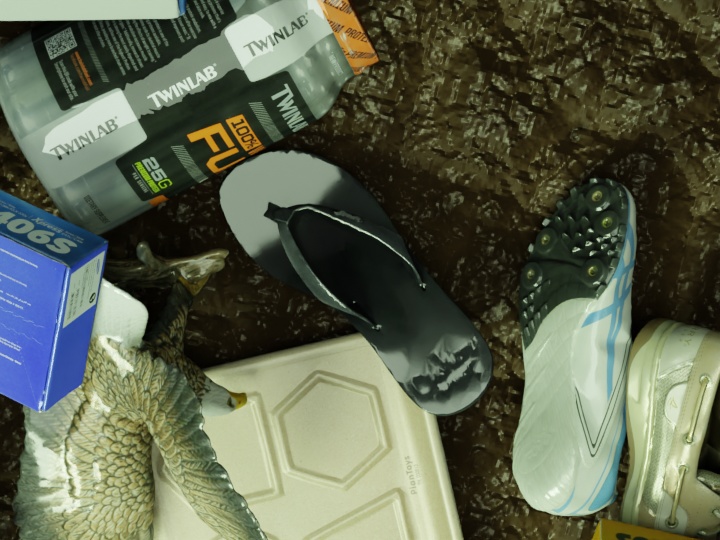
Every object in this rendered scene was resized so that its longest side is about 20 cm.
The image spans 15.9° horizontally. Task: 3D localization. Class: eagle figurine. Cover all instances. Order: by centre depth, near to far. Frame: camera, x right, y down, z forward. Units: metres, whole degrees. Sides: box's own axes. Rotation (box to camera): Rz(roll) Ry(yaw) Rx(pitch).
[{"bbox_3d":[-0.117,0.088,1.465,0.150,0.152,0.202,3,80,-14],"label":"eagle figurine"}]

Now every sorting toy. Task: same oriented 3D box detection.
[{"bbox_3d":[-0.043,0.139,1.556,0.198,0.036,0.187,-12,101,5],"label":"sorting toy"}]

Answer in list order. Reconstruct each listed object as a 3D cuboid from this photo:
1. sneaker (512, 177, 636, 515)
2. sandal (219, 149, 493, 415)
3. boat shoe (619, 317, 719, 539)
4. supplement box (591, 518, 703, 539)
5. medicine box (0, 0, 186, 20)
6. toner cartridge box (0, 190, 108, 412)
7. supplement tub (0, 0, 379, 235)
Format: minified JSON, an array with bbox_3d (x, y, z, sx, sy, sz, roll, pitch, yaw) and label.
[{"bbox_3d":[0.135,0.045,1.532,0.072,0.072,0.202,6,93,-48],"label":"sneaker"},{"bbox_3d":[0.001,0.000,1.501,0.200,0.043,0.076,41,89,8],"label":"sandal"},{"bbox_3d":[0.197,0.129,1.525,0.065,0.072,0.202,10,111,32],"label":"boat shoe"},{"bbox_3d":[0.166,0.262,1.510,0.108,0.110,0.201,12,127,-4],"label":"supplement box"},{"bbox_3d":[-0.184,-0.245,1.380,0.181,0.103,0.202,0,71,-1],"label":"medicine box"},{"bbox_3d":[-0.237,-0.008,1.410,0.199,0.043,0.096,25,119,18],"label":"toner cartridge box"},{"bbox_3d":[-0.097,-0.115,1.456,0.199,0.123,0.123,-28,101,4],"label":"supplement tub"}]
